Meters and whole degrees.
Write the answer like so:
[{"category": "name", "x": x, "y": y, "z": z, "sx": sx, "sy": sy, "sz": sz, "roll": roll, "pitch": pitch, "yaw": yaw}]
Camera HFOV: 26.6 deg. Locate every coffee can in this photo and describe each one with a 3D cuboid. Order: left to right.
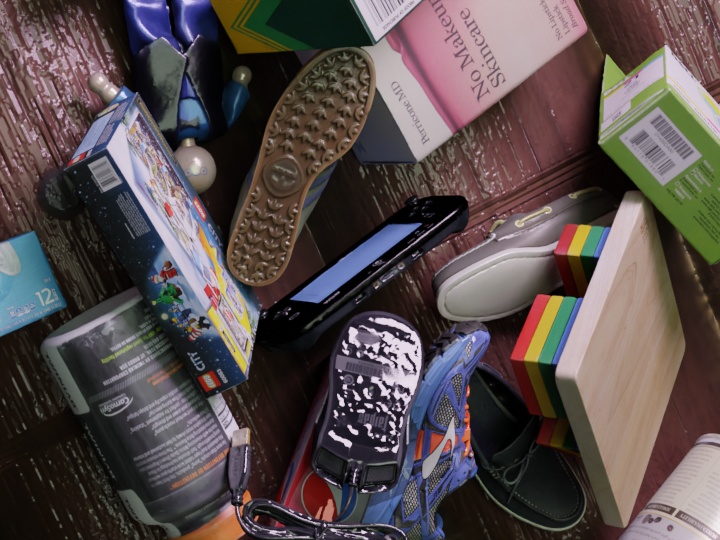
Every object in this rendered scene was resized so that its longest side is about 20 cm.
[{"category": "coffee can", "x": 0.290, "y": 0.262, "z": 1.308, "sx": 0.200, "sy": 0.146, "sz": 0.146, "roll": -47, "pitch": 104, "yaw": -17}]

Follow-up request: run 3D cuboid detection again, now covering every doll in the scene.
[{"category": "doll", "x": -0.149, "y": -0.159, "z": 1.199, "sx": 0.136, "sy": 0.048, "sz": 0.202, "roll": -12, "pitch": 97, "yaw": -25}]

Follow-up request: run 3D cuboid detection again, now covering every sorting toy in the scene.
[{"category": "sorting toy", "x": 0.197, "y": 0.072, "z": 1.263, "sx": 0.201, "sy": 0.069, "sz": 0.199, "roll": -63, "pitch": 144, "yaw": -35}]

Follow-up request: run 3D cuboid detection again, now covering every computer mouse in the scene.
[{"category": "computer mouse", "x": -0.027, "y": 0.124, "z": 1.151, "sx": 0.139, "sy": 0.046, "sz": 0.201, "roll": 8, "pitch": 65, "yaw": -3}]

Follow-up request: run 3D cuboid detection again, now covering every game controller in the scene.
[{"category": "game controller", "x": 0.000, "y": 0.000, "z": 1.223, "sx": 0.200, "sy": 0.104, "sz": 0.042, "roll": -38, "pitch": 97, "yaw": -19}]

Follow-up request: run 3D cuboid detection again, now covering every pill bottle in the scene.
[{"category": "pill bottle", "x": -0.152, "y": 0.119, "z": 1.155, "sx": 0.106, "sy": 0.106, "sz": 0.201, "roll": -30, "pitch": 99, "yaw": -20}]

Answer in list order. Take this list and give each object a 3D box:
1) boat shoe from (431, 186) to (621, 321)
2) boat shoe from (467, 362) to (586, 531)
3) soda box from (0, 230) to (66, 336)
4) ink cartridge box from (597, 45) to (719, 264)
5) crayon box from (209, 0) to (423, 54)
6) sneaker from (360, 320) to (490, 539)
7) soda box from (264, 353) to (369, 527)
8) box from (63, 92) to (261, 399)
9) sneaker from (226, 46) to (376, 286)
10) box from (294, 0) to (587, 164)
[{"category": "boat shoe", "x": 0.144, "y": -0.016, "z": 1.307, "sx": 0.201, "sy": 0.060, "sz": 0.072, "roll": -21, "pitch": 138, "yaw": -17}, {"category": "boat shoe", "x": 0.127, "y": 0.148, "z": 1.293, "sx": 0.075, "sy": 0.062, "sz": 0.200, "roll": -45, "pitch": 105, "yaw": -19}, {"category": "soda box", "x": -0.322, "y": 0.038, "z": 1.111, "sx": 0.199, "sy": 0.068, "sz": 0.065, "roll": -26, "pitch": 98, "yaw": -21}, {"category": "ink cartridge box", "x": 0.276, "y": -0.119, "z": 1.293, "sx": 0.076, "sy": 0.200, "sz": 0.148, "roll": -38, "pitch": 106, "yaw": 26}, {"category": "crayon box", "x": 0.006, "y": -0.248, "z": 1.179, "sx": 0.200, "sy": 0.172, "sz": 0.058, "roll": -45, "pitch": 119, "yaw": -27}, {"category": "sneaker", "x": 0.063, "y": 0.133, "z": 1.228, "sx": 0.078, "sy": 0.075, "sz": 0.201, "roll": 21, "pitch": 104, "yaw": -3}, {"category": "soda box", "x": -0.022, "y": 0.155, "z": 1.205, "sx": 0.063, "sy": 0.070, "sz": 0.201, "roll": 23, "pitch": 68, "yaw": -6}, {"category": "box", "x": -0.142, "y": -0.021, "z": 1.134, "sx": 0.037, "sy": 0.137, "sz": 0.201, "roll": -25, "pitch": 109, "yaw": 11}, {"category": "sneaker", "x": -0.052, "y": -0.091, "z": 1.189, "sx": 0.067, "sy": 0.090, "sz": 0.201, "roll": 24, "pitch": 103, "yaw": -10}, {"category": "box", "x": 0.064, "y": -0.194, "z": 1.248, "sx": 0.200, "sy": 0.109, "sz": 0.128, "roll": -39, "pitch": 110, "yaw": -19}]
